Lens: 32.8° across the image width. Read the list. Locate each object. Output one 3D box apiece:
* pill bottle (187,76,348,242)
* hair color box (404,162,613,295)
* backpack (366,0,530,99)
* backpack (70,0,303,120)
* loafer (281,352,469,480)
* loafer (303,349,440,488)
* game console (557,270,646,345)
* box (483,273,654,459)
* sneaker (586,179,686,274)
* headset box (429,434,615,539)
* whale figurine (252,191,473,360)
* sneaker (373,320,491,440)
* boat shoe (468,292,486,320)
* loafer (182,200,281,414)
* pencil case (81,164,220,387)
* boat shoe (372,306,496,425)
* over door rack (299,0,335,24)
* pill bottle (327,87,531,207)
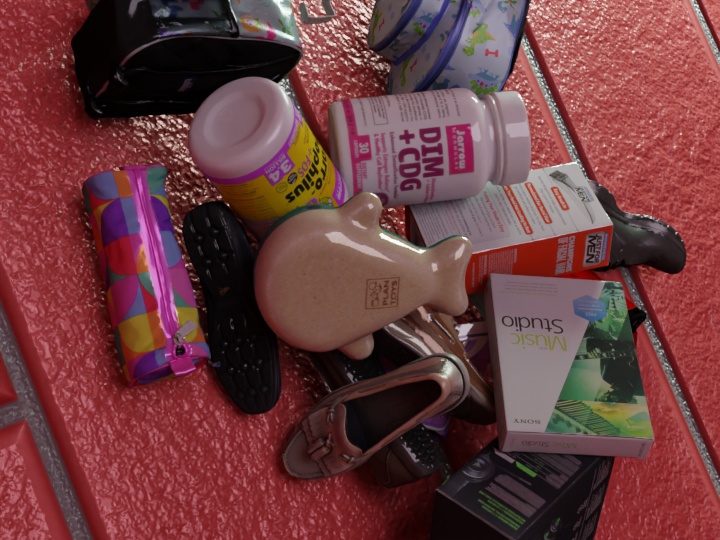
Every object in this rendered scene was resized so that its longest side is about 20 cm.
[{"bbox_3d":[-0.075,-0.083,1.157,0.200,0.103,0.106,53,40,-51],"label":"pill bottle"},{"bbox_3d":[0.155,-0.042,1.300,0.197,0.065,0.112,-12,44,-8],"label":"hair color box"},{"bbox_3d":[0.092,-0.274,1.354,0.145,0.183,0.203,18,69,-20],"label":"backpack"},{"bbox_3d":[-0.158,-0.223,1.146,0.197,0.177,0.153,-2,76,-30],"label":"backpack"},{"bbox_3d":[0.005,0.134,1.111,0.073,0.198,0.063,61,19,5],"label":"loafer"},{"bbox_3d":[-0.007,0.129,1.186,0.201,0.071,0.073,55,27,17],"label":"loafer"},{"bbox_3d":[0.245,0.083,1.379,0.172,0.119,0.199,39,18,18],"label":"game console"},{"bbox_3d":[0.200,0.090,1.199,0.142,0.037,0.202,3,48,-5],"label":"box"},{"bbox_3d":[0.313,-0.032,1.498,0.198,0.076,0.092,25,68,-19],"label":"sneaker"},{"bbox_3d":[0.149,0.251,1.181,0.092,0.176,0.199,28,43,30],"label":"headset box"},{"bbox_3d":[0.000,0.000,1.109,0.197,0.104,0.161,-3,113,-11],"label":"whale figurine"},{"bbox_3d":[0.096,0.115,1.272,0.198,0.073,0.116,-6,78,-25],"label":"sneaker"},{"bbox_3d":[0.158,0.027,1.373,0.063,0.072,0.202,33,33,-77],"label":"boat shoe"},{"bbox_3d":[-0.113,0.033,1.148,0.070,0.067,0.204,-25,99,-75],"label":"loafer"},{"bbox_3d":[-0.189,0.005,1.091,0.087,0.088,0.203,-8,75,-38],"label":"pencil case"},{"bbox_3d":[0.070,0.072,1.193,0.200,0.075,0.072,43,60,-14],"label":"boat shoe"},{"bbox_3d":[-0.065,-0.307,1.270,0.066,0.147,0.203,9,66,-27],"label":"over door rack"},{"bbox_3d":[0.070,-0.128,1.265,0.197,0.114,0.115,-7,74,-5],"label":"pill bottle"}]
